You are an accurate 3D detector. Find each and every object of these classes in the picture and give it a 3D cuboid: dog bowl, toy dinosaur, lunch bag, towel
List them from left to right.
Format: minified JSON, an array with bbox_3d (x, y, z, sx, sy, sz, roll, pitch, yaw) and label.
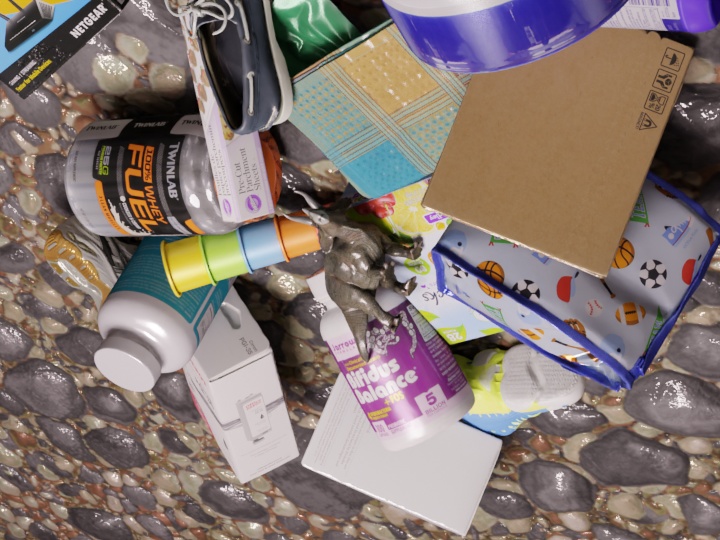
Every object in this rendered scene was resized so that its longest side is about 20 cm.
[{"bbox_3d":[0.000,0.000,1.394,0.102,0.077,0.200,25,146,28],"label":"toy dinosaur"},{"bbox_3d":[0.034,-0.145,1.259,0.200,0.022,0.147,-25,120,40],"label":"towel"},{"bbox_3d":[0.106,-0.236,1.042,0.199,0.200,0.079,-2,138,32],"label":"dog bowl"},{"bbox_3d":[0.188,-0.012,1.244,0.200,0.170,0.124,30,166,18],"label":"lunch bag"}]

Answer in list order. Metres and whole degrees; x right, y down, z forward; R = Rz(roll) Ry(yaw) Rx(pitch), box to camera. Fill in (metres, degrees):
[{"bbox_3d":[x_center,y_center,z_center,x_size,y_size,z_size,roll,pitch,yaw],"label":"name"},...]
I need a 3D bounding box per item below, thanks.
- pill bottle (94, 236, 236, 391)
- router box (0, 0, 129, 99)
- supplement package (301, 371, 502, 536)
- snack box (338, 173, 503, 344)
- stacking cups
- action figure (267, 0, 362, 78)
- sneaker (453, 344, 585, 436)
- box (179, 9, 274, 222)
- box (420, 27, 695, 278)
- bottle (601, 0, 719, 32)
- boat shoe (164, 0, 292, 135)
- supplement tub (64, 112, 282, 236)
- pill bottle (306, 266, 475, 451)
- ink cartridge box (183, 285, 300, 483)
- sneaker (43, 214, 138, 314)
[{"bbox_3d":[-0.209,0.031,1.547,0.110,0.200,0.111,16,142,13],"label":"pill bottle"},{"bbox_3d":[-0.312,-0.257,1.325,0.149,0.051,0.200,41,141,-19],"label":"router box"},{"bbox_3d":[0.048,0.209,1.646,0.199,0.118,0.117,22,173,5],"label":"supplement package"},{"bbox_3d":[0.100,-0.028,1.405,0.168,0.068,0.200,-18,125,43],"label":"snack box"},{"bbox_3d":[-0.101,-0.032,1.468,0.199,0.061,0.061,-18,133,2],"label":"stacking cups"},{"bbox_3d":[0.006,-0.179,1.290,0.200,0.055,0.118,30,141,-3],"label":"action figure"},{"bbox_3d":[0.168,0.133,1.564,0.199,0.076,0.105,2,149,39],"label":"sneaker"},{"bbox_3d":[-0.123,-0.146,1.332,0.039,0.041,0.201,5,108,58],"label":"box"},{"bbox_3d":[0.160,-0.116,1.175,0.163,0.201,0.021,21,180,4],"label":"box"},{"bbox_3d":[0.178,-0.226,1.116,0.199,0.066,0.084,7,163,24],"label":"bottle"},{"bbox_3d":[-0.120,-0.216,1.255,0.075,0.062,0.201,-6,104,43],"label":"boat shoe"},{"bbox_3d":[-0.186,-0.096,1.447,0.199,0.123,0.123,-1,135,31],"label":"supplement tub"},{"bbox_3d":[0.027,0.076,1.497,0.112,0.112,0.200,-26,95,46],"label":"pill bottle"},{"bbox_3d":[-0.149,0.124,1.665,0.147,0.083,0.200,53,162,40],"label":"ink cartridge box"},{"bbox_3d":[-0.267,0.014,1.650,0.075,0.088,0.200,-16,118,41],"label":"sneaker"}]
